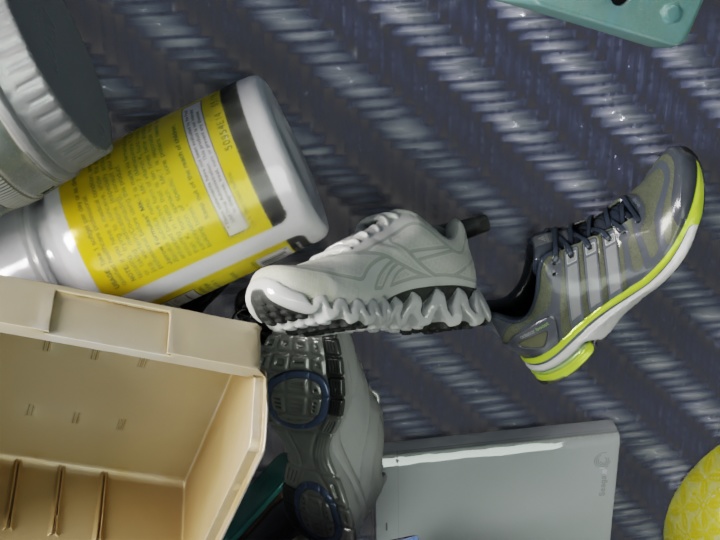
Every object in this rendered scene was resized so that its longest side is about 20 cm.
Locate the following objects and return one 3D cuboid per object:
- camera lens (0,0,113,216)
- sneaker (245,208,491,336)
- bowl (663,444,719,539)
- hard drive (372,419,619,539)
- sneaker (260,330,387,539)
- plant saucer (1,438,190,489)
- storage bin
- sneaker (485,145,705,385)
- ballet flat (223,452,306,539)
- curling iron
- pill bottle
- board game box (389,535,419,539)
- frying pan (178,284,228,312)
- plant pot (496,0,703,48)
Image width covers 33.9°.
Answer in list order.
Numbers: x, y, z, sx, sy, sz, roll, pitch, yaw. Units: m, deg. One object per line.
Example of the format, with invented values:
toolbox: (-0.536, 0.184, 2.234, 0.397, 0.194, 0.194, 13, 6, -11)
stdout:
camera lens: (-0.264, -0.094, 0.680, 0.198, 0.160, 0.161, -24, 119, 4)
sneaker: (0.005, 0.001, 0.764, 0.199, 0.075, 0.082, 1, 84, -47)
bowl: (0.365, 0.235, 0.982, 0.197, 0.108, 0.202, -4, 118, -7)
hard drive: (0.108, 0.191, 0.964, 0.197, 0.026, 0.133, -5, 118, -6)
sneaker: (-0.022, 0.102, 0.855, 0.074, 0.087, 0.202, 12, 123, 27)
plant saucer: (-0.169, 0.122, 0.853, 0.197, 0.030, 0.202, -5, 121, -8)
storage bin: (-0.176, 0.108, 0.741, 0.198, 0.094, 0.199, 12, 135, -16)
sneaker: (0.166, -0.010, 0.845, 0.080, 0.074, 0.201, 32, 107, -19)
ballet flat: (-0.099, 0.226, 0.926, 0.200, 0.073, 0.073, -42, 116, 11)
curling iron: (0.000, 0.000, 0.840, 0.198, 0.026, 0.050, -24, 133, -8)
pill bottle: (-0.130, -0.033, 0.760, 0.198, 0.115, 0.115, -24, 118, 4)
board game box: (-0.064, 0.235, 0.835, 0.198, 0.135, 0.035, -13, 79, -19)
frying pan: (-0.149, 0.041, 0.840, 0.114, 0.031, 0.192, 11, 114, -17)
plant pot: (0.123, -0.206, 0.662, 0.140, 0.201, 0.143, 12, 116, -15)
